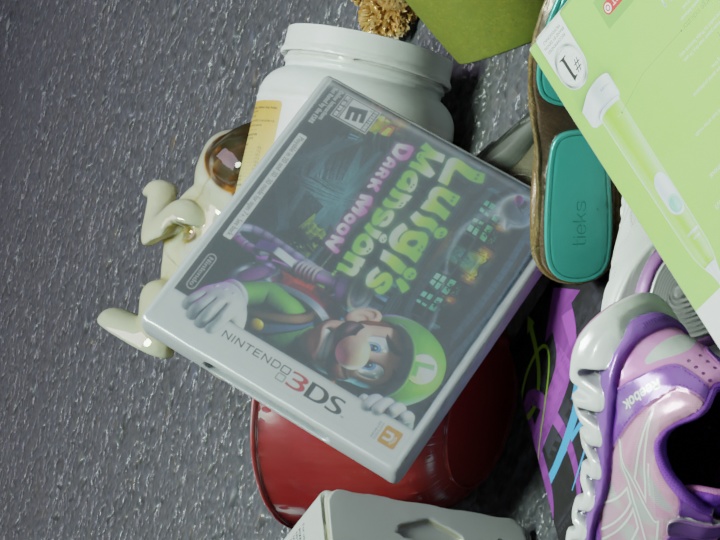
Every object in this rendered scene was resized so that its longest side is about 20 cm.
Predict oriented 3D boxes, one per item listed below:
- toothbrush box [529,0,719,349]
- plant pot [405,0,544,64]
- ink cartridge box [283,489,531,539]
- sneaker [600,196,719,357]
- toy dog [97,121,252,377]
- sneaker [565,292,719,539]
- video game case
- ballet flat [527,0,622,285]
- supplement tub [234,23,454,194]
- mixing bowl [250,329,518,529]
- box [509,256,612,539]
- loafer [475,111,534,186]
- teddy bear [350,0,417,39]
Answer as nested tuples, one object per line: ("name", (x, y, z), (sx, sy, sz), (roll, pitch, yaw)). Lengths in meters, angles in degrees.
("toothbrush box", (0.191, -0.074, 1.043), (0.201, 0.086, 0.146), (60, 141, 18))
("plant pot", (0.070, -0.241, 1.401), (0.187, 0.186, 0.202), (-1, 113, 67))
("ink cartridge box", (0.002, 0.229, 1.356), (0.200, 0.143, 0.084), (125, 148, -42))
("sneaker", (0.173, -0.017, 1.185), (0.201, 0.074, 0.100), (-67, 14, -14))
("toy dog", (-0.102, -0.022, 1.769), (0.194, 0.139, 0.202), (31, 106, 53))
("sneaker", (0.155, 0.115, 1.096), (0.088, 0.080, 0.202), (25, 129, 45))
("video game case", (0.000, 0.000, 1.304), (0.201, 0.181, 0.023), (-53, -17, -23))
("ballet flat", (0.124, -0.093, 1.242), (0.072, 0.067, 0.202), (-96, 6, -71))
("supplement tub", (-0.014, -0.061, 1.561), (0.144, 0.143, 0.202), (8, 85, 68))
("mixing bowl", (0.029, 0.076, 1.370), (0.108, 0.200, 0.202), (13, 90, 27))
("box", (0.145, 0.068, 1.250), (0.144, 0.036, 0.201), (-60, 28, 35))
("loafer", (0.125, -0.071, 1.352), (0.200, 0.070, 0.075), (-40, 5, 42))
("teddy bear", (0.034, -0.267, 1.667), (0.200, 0.066, 0.146), (130, 143, -49))
